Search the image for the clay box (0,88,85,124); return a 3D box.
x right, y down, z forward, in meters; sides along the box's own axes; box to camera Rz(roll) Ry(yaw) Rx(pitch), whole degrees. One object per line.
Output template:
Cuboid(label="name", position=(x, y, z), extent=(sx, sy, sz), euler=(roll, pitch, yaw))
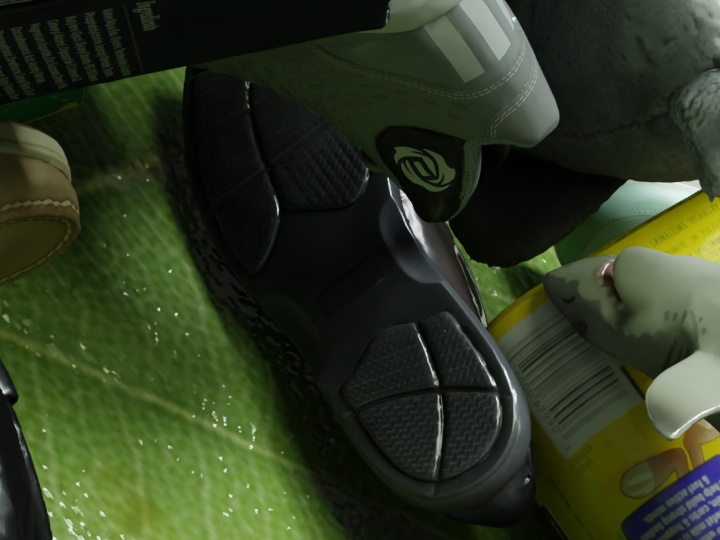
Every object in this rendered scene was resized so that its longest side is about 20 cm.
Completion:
Cuboid(label="clay box", position=(-0.139, -0.152, 0.845), extent=(0.047, 0.115, 0.201), euler=(-22, 68, -24))

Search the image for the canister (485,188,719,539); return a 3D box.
Cuboid(label="canister", position=(0.142, 0.077, 0.920), extent=(0.148, 0.087, 0.200), euler=(-29, 73, -18))

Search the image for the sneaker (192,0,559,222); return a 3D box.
Cuboid(label="sneaker", position=(-0.014, -0.060, 0.859), extent=(0.075, 0.200, 0.116), euler=(-49, 120, -18))

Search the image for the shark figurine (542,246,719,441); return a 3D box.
Cuboid(label="shark figurine", position=(0.129, 0.073, 0.822), extent=(0.215, 0.127, 0.090), euler=(-94, 176, -53))

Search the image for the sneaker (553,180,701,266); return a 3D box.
Cuboid(label="sneaker", position=(0.146, 0.048, 1.003), extent=(0.200, 0.074, 0.118), euler=(42, 25, -13))

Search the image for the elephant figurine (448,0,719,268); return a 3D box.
Cuboid(label="elephant figurine", position=(0.057, -0.073, 0.959), extent=(0.155, 0.199, 0.142), euler=(-6, 81, -60))

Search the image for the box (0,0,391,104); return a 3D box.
Cuboid(label="box", position=(-0.104, -0.147, 0.699), extent=(0.124, 0.195, 0.201), euler=(92, -14, -84))

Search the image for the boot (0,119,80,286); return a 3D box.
Cuboid(label="boot", position=(-0.115, 0.045, 0.694), extent=(0.156, 0.073, 0.200), euler=(55, 33, 13))

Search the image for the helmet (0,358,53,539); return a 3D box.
Cuboid(label="helmet", position=(-0.172, 0.047, 0.513), extent=(0.201, 0.190, 0.200), euler=(61, 5, -10))

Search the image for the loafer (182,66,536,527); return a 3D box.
Cuboid(label="loafer", position=(0.000, 0.000, 0.905), extent=(0.201, 0.072, 0.063), euler=(63, 7, 29))
